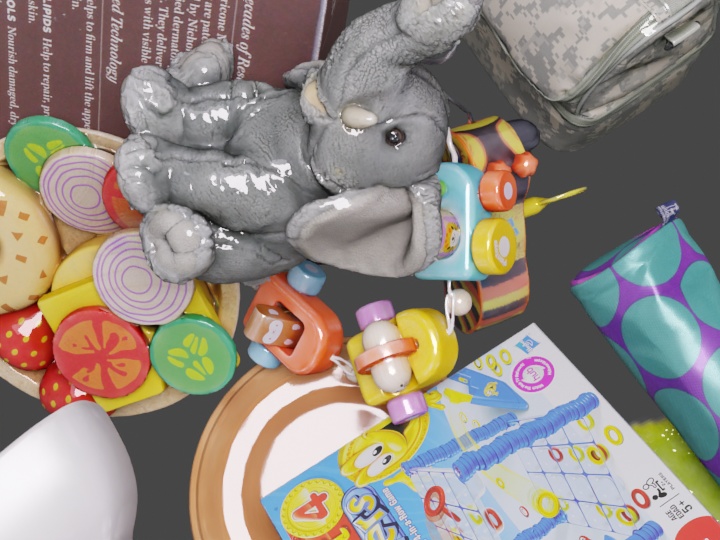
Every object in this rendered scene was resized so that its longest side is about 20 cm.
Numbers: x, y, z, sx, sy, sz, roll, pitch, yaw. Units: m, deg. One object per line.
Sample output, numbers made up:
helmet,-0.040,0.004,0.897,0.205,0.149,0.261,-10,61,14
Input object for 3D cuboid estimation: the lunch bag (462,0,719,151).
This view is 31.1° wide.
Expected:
lunch bag,0.132,-0.200,0.823,0.138,0.168,0.201,-32,79,-10

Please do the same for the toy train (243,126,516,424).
toy train,0.000,0.000,0.732,0.150,0.055,0.201,46,117,27

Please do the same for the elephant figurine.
elephant figurine,-0.011,-0.058,0.646,0.197,0.155,0.144,-9,101,19

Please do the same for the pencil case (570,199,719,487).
pencil case,0.222,0.061,0.806,0.092,0.085,0.201,-30,79,-34

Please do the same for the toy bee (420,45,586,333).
toy bee,0.066,-0.045,0.769,0.130,0.109,0.201,-37,116,-7

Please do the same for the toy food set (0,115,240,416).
toy food set,-0.165,0.005,0.767,0.196,0.049,0.202,-20,113,18

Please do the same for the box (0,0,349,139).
box,-0.110,-0.164,0.776,0.197,0.166,0.167,12,41,0

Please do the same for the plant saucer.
plant saucer,-0.009,0.139,0.802,0.197,0.037,0.203,1,77,-2

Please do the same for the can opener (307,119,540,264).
can opener,0.024,-0.059,0.838,0.197,0.063,0.080,-16,77,-6

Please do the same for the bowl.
bowl,-0.201,0.165,0.706,0.199,0.200,0.075,-39,85,-11

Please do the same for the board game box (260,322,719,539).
board game box,0.074,0.154,0.705,0.194,0.056,0.200,-31,47,-10
